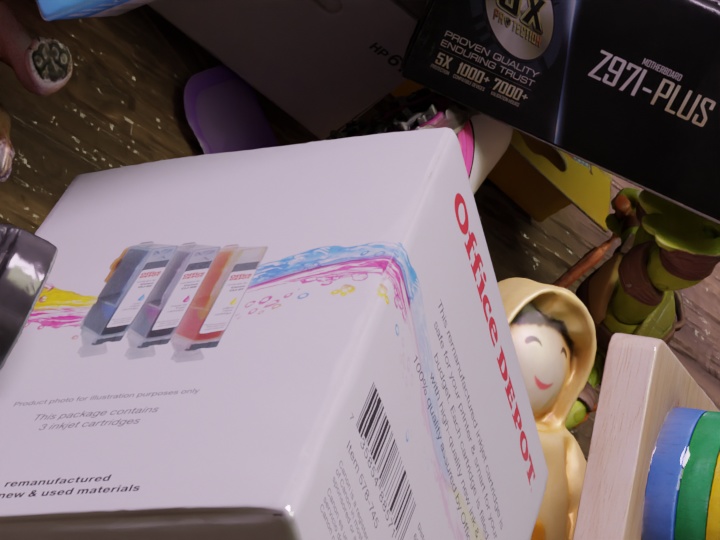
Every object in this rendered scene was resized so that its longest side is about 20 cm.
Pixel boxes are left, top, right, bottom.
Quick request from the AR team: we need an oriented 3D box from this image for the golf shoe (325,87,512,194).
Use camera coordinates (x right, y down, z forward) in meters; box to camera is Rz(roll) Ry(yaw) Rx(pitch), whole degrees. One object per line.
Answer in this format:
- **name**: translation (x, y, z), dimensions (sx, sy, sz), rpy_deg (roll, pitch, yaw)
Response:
- **golf shoe**: translation (0.000, 0.000, 0.882), dimensions (0.200, 0.072, 0.092), rpy_deg (-45, 112, -32)

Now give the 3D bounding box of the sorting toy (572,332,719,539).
- **sorting toy**: translation (0.132, 0.148, 0.847), dimensions (0.199, 0.069, 0.202), rpy_deg (40, 60, -65)

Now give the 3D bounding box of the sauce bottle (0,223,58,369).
- **sauce bottle**: translation (-0.181, -0.033, 0.621), dimensions (0.199, 0.066, 0.066), rpy_deg (27, 39, -8)

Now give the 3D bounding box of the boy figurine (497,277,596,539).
- **boy figurine**: translation (0.059, 0.100, 0.868), dimensions (0.124, 0.064, 0.202), rpy_deg (22, 65, -24)

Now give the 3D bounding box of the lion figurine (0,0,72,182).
- **lion figurine**: translation (-0.164, -0.124, 0.771), dimensions (0.072, 0.122, 0.202), rpy_deg (-15, 94, -23)

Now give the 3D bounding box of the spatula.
- **spatula**: translation (-0.008, -0.002, 0.928), dimensions (0.200, 0.021, 0.056), rpy_deg (50, 30, 8)

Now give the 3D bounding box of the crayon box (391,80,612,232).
- **crayon box**: translation (0.068, -0.116, 1.116), dimensions (0.127, 0.051, 0.201), rpy_deg (39, 37, -32)

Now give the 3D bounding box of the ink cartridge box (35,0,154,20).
- **ink cartridge box**: translation (-0.029, -0.187, 0.750), dimensions (0.147, 0.198, 0.147), rpy_deg (-64, 134, -82)

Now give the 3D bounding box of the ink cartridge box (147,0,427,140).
- **ink cartridge box**: translation (-0.032, -0.179, 0.982), dimensions (0.144, 0.084, 0.201), rpy_deg (36, 36, -27)

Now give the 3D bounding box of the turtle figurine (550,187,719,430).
- **turtle figurine**: translation (0.110, 0.018, 0.965), dimensions (0.064, 0.162, 0.200), rpy_deg (33, 48, 3)

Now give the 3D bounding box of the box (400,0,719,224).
- **box**: translation (0.121, -0.125, 0.927), dimensions (0.163, 0.087, 0.201), rpy_deg (25, 35, -2)

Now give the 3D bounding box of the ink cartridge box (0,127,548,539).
- **ink cartridge box**: translation (-0.040, 0.071, 0.688), dimensions (0.200, 0.143, 0.146), rpy_deg (-63, 142, -54)
